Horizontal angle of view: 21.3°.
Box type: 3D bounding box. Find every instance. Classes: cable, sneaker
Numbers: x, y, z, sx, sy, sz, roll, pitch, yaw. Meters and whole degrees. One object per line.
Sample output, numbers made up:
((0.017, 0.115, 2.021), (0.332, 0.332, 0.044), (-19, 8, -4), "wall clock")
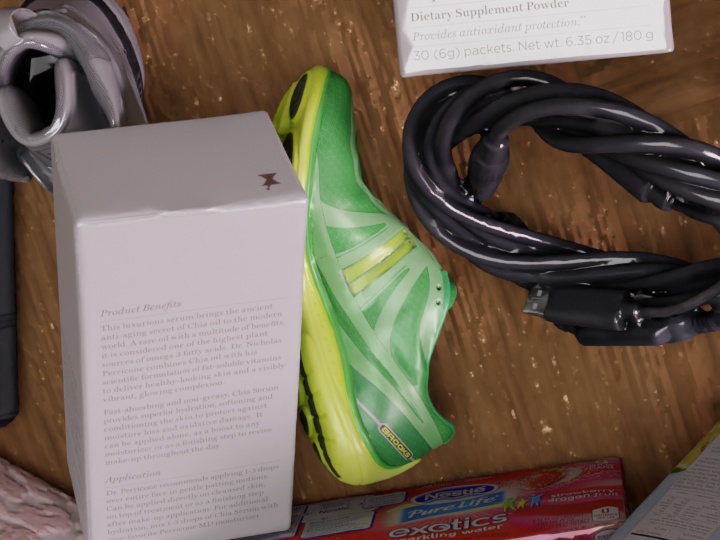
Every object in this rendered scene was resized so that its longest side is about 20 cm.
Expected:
((0.110, -0.030, 0.838), (0.163, 0.200, 0.051), (49, 61, -27), "cable")
((-0.124, -0.038, 0.899), (0.075, 0.115, 0.201), (-18, 97, 9), "sneaker")
((0.000, 0.000, 0.923), (0.083, 0.074, 0.201), (-11, 95, -17), "sneaker")

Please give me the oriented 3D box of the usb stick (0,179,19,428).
((-0.198, -0.017, 0.947), (0.055, 0.033, 0.201), (-4, 99, -25), "usb stick")

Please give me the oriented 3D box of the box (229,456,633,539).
((0.038, 0.161, 0.919), (0.199, 0.100, 0.096), (-10, 101, 7), "box")

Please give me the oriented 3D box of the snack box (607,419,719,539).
((0.165, 0.182, 0.848), (0.068, 0.200, 0.169), (2, 124, 49), "snack box")

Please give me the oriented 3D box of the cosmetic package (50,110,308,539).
((-0.084, 0.033, 0.872), (0.101, 0.071, 0.200), (-7, 130, -15), "cosmetic package")

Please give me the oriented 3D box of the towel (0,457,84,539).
((-0.158, 0.150, 0.894), (0.200, 0.191, 0.032), (31, 105, 1), "towel")

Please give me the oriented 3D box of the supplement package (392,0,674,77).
((0.070, -0.193, 0.849), (0.121, 0.120, 0.201), (-5, 98, 7), "supplement package")
